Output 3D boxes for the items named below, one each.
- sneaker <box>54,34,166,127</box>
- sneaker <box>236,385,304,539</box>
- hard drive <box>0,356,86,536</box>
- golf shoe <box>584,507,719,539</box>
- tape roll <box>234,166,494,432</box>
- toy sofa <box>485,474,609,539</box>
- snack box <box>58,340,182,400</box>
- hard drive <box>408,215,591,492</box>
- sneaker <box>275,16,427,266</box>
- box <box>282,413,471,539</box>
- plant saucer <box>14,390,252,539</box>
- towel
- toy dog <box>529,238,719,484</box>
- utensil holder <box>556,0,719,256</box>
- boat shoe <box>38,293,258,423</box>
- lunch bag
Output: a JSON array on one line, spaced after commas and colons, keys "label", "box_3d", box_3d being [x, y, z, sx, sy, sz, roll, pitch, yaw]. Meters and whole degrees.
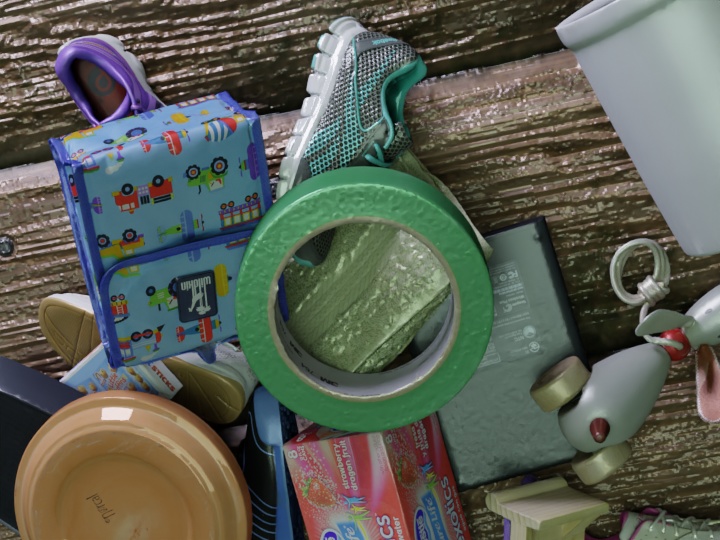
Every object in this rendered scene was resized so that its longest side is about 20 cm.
[{"label": "sneaker", "box_3d": [-0.180, -0.106, 1.310, 0.200, 0.083, 0.081, 44, 104, -2]}, {"label": "sneaker", "box_3d": [-0.091, 0.190, 1.351, 0.077, 0.070, 0.202, 0, 108, 8]}, {"label": "hard drive", "box_3d": [-0.241, 0.173, 1.325, 0.199, 0.042, 0.136, 28, 110, 6]}, {"label": "golf shoe", "box_3d": [0.262, 0.231, 1.312, 0.198, 0.075, 0.092, -24, 93, 11]}, {"label": "tape roll", "box_3d": [0.003, 0.023, 1.232, 0.198, 0.048, 0.203, 0, 109, 0]}, {"label": "toy sofa", "box_3d": [0.138, 0.274, 1.309, 0.097, 0.082, 0.203, 17, 110, 51]}, {"label": "snack box", "box_3d": [-0.235, 0.124, 1.353, 0.072, 0.024, 0.200, 48, 126, -4]}, {"label": "hard drive", "box_3d": [0.115, 0.071, 1.324, 0.138, 0.033, 0.202, -16, 97, 11]}, {"label": "sneaker", "box_3d": [-0.005, -0.098, 1.260, 0.090, 0.077, 0.202, 14, 88, 22]}, {"label": "box", "box_3d": [0.022, 0.216, 1.321, 0.102, 0.094, 0.202, -10, 100, 31]}, {"label": "plant saucer", "box_3d": [-0.185, 0.196, 1.278, 0.198, 0.032, 0.203, 3, 105, 12]}, {"label": "towel", "box_3d": [0.000, 0.000, 1.301, 0.200, 0.036, 0.149, -47, 66, 16]}, {"label": "toy dog", "box_3d": [0.226, 0.082, 1.255, 0.131, 0.096, 0.201, 33, 92, -8]}, {"label": "utensil holder", "box_3d": [0.267, -0.136, 1.197, 0.169, 0.170, 0.201, -29, 98, 12]}, {"label": "boat shoe", "box_3d": [-0.176, 0.064, 1.352, 0.198, 0.069, 0.071, 23, 129, 12]}, {"label": "lunch bag", "box_3d": [-0.144, -0.020, 1.262, 0.149, 0.094, 0.202, -17, 113, -17]}]
